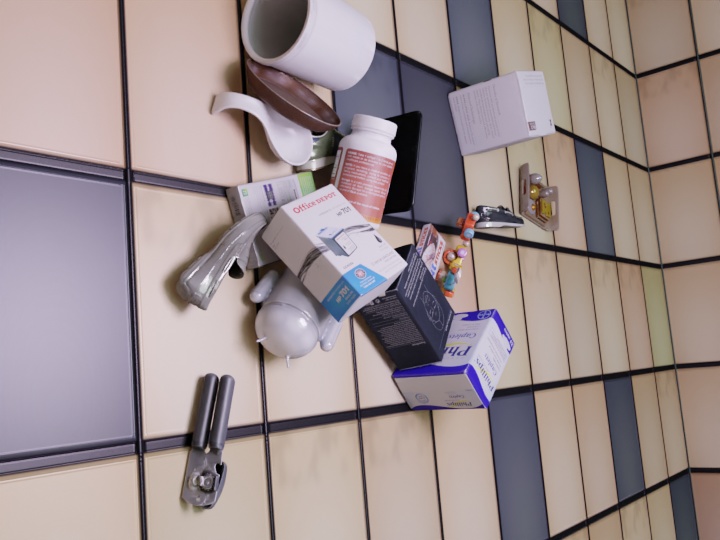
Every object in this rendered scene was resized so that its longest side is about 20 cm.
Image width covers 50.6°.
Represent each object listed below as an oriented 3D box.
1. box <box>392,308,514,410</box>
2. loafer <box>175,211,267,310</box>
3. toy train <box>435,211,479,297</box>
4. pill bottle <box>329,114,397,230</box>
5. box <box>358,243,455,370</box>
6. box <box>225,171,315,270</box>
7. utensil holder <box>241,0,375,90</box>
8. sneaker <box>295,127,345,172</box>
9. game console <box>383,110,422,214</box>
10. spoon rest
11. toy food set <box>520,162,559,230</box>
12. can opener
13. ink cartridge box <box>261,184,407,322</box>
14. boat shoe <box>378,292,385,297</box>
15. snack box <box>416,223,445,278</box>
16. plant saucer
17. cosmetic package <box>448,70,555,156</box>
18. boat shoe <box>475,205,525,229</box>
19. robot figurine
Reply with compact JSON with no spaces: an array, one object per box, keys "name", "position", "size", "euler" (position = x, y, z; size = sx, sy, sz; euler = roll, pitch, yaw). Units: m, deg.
[{"name":"box","position":[0.198,0.188,1.606],"size":[0.105,0.183,0.200],"euler":[59,42,-25]},{"name":"loafer","position":[-0.210,-0.016,1.219],"size":[0.070,0.070,0.200],"euler":[41,60,-2]},{"name":"toy train","position":[0.216,-0.039,1.748],"size":[0.151,0.055,0.201],"euler":[99,11,-55]},{"name":"pill bottle","position":[0.004,-0.183,1.428],"size":[0.112,0.112,0.201],"euler":[9,97,-50]},{"name":"box","position":[0.092,0.075,1.547],"size":[0.200,0.107,0.149],"euler":[56,34,-26]},{"name":"box","position":[-0.143,-0.093,1.367],"size":[0.200,0.036,0.145],"euler":[-20,97,-50]},{"name":"utensil holder","position":[-0.092,-0.435,1.409],"size":[0.200,0.169,0.171],"euler":[10,74,-53]},{"name":"sneaker","position":[-0.059,-0.254,1.481],"size":[0.200,0.067,0.090],"euler":[-27,108,-48]},{"name":"game console","position":[0.070,-0.197,1.528],"size":[0.176,0.116,0.201],"euler":[46,50,-74]},{"name":"spoon rest","position":[-0.161,-0.254,1.337],"size":[0.199,0.060,0.100],"euler":[24,64,-35]},{"name":"toy food set","position":[0.525,-0.211,2.210],"size":[0.200,0.060,0.144],"euler":[23,64,-46]},{"name":"can opener","position":[-0.229,0.263,1.175],"size":[0.067,0.053,0.201],"euler":[73,22,-66]},{"name":"ink cartridge box","position":[-0.043,-0.033,1.284],"size":[0.200,0.086,0.146],"euler":[48,41,9]},{"name":"boat shoe","position":[0.000,0.000,1.445],"size":[0.201,0.060,0.072],"euler":[-114,-170,-70]},{"name":"snack box","position":[0.144,-0.007,1.713],"size":[0.072,0.024,0.201],"euler":[48,47,-35]},{"name":"plant saucer","position":[-0.125,-0.307,1.365],"size":[0.200,0.035,0.200],"euler":[32,20,-13]},{"name":"cosmetic package","position":[0.360,-0.399,1.936],"size":[0.165,0.199,0.166],"euler":[-20,97,-52]},{"name":"boat shoe","position":[0.367,-0.140,1.984],"size":[0.199,0.075,0.061],"euler":[-3,90,-52]},{"name":"robot figurine","position":[-0.108,0.069,1.308],"size":[0.169,0.113,0.200],"euler":[33,51,-6]}]
